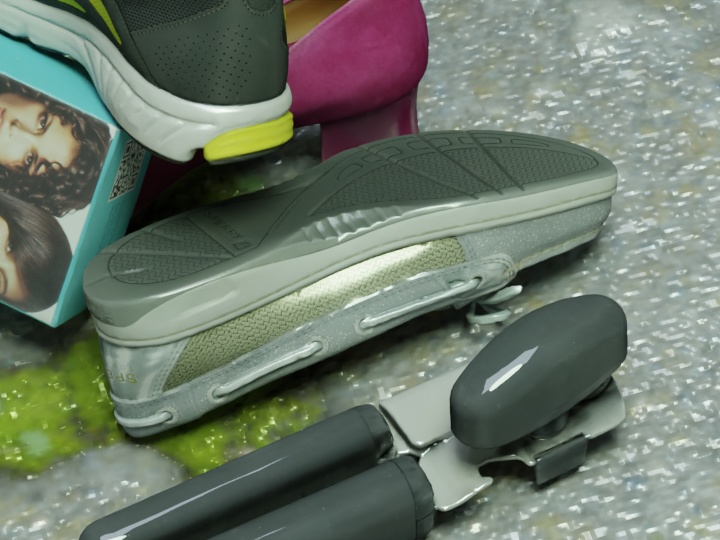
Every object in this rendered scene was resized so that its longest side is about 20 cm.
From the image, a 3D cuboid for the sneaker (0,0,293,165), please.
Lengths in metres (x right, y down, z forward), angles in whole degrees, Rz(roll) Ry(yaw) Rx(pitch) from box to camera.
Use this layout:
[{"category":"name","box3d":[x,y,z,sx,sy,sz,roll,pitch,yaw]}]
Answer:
[{"category":"sneaker","box3d":[-0.082,-0.116,1.014,0.074,0.085,0.200,-14,38,-39]}]

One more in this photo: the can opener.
[{"category":"can opener","box3d":[0.000,0.059,0.951,0.199,0.067,0.053,-22,47,-20]}]

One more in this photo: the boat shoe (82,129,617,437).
[{"category":"boat shoe","box3d":[0.000,0.001,1.020,0.201,0.065,0.074,-19,28,-20]}]

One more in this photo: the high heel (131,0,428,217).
[{"category":"high heel","box3d":[-0.073,-0.069,1.062,0.199,0.096,0.068,-2,46,4]}]

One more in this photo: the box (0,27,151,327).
[{"category":"box","box3d":[-0.176,-0.060,1.039,0.199,0.083,0.049,25,19,11]}]
